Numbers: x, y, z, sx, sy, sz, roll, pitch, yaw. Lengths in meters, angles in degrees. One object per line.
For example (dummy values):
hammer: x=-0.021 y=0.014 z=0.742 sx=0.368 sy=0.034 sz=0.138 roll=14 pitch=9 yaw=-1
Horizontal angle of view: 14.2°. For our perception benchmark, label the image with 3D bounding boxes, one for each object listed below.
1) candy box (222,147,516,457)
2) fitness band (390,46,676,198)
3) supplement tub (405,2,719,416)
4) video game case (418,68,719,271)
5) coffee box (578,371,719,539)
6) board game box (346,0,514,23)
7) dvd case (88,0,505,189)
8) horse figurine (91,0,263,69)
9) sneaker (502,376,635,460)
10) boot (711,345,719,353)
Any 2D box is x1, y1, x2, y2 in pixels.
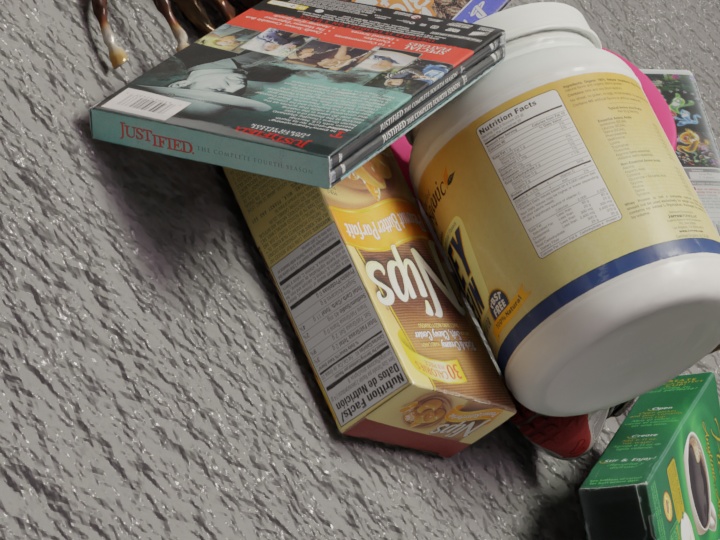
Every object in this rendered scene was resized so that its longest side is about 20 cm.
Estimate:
candy box: x=0.000 y=0.000 z=1.584 sx=0.115 sy=0.055 sz=0.201 roll=17 pitch=42 yaw=-56
fitness band: x=0.102 y=-0.085 z=1.778 sx=0.199 sy=0.038 sz=0.144 roll=-16 pitch=47 yaw=-28
supplement tub: x=0.113 y=-0.035 z=1.621 sx=0.144 sy=0.144 sz=0.201 roll=14 pitch=45 yaw=-56
video game case: x=0.130 y=-0.064 z=1.806 sx=0.199 sy=0.023 sz=0.182 roll=1 pitch=43 yaw=-10
coffee box: x=0.177 y=0.146 z=1.675 sx=0.200 sy=0.044 sz=0.123 roll=-46 pitch=126 yaw=-65
board game box: x=-0.021 y=-0.211 z=1.714 sx=0.200 sy=0.097 sz=0.159 roll=45 pitch=-1 yaw=-17
dvd case: x=-0.030 y=-0.100 z=1.533 sx=0.200 sy=0.145 sz=0.022 roll=-38 pitch=134 yaw=-53
horse figurine: x=-0.109 y=-0.168 z=1.621 sx=0.200 sy=0.050 sz=0.133 roll=5 pitch=57 yaw=-59
sneaker: x=0.141 y=0.059 z=1.742 sx=0.082 sy=0.078 sz=0.200 roll=49 pitch=24 yaw=-14
boot: x=0.159 y=-0.029 z=1.850 sx=0.155 sy=0.077 sz=0.200 roll=34 pitch=11 yaw=-29
